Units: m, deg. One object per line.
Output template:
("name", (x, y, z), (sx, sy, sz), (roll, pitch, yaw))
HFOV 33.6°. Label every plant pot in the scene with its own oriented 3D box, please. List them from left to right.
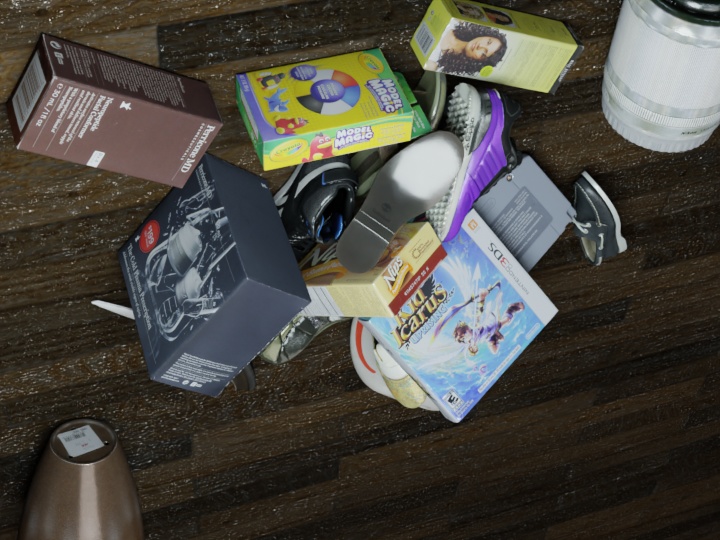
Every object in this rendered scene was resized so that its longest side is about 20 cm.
("plant pot", (-0.391, 0.316, 1.675), (0.184, 0.188, 0.203), (-6, 125, -23))

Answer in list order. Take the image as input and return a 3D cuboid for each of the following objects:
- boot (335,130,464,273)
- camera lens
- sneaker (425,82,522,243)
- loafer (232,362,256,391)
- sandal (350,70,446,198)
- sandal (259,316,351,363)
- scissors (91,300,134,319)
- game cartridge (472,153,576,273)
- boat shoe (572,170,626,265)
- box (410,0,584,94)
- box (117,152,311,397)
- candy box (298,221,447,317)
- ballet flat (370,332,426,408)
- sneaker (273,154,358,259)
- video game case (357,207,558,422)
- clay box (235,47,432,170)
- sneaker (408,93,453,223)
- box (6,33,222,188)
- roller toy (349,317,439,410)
("boot", (0.046, -0.088, 1.363), (0.073, 0.076, 0.200), (41, 114, -4))
("camera lens", (0.375, -0.262, 1.402), (0.157, 0.161, 0.202), (-12, 142, -16))
("sneaker", (0.141, -0.119, 1.400), (0.098, 0.070, 0.203), (0, 124, -22))
("loafer", (-0.196, 0.094, 1.593), (0.070, 0.074, 0.201), (-21, 133, 2))
("sandal", (0.033, -0.164, 1.403), (0.057, 0.080, 0.201), (26, 122, -30))
("sandal", (-0.060, 0.046, 1.602), (0.199, 0.057, 0.080), (-33, 102, -4))
("scissors", (-0.242, 0.074, 1.511), (0.196, 0.014, 0.074), (3, 123, -7))
("game cartridge", (0.180, -0.048, 1.568), (0.200, 0.040, 0.133), (-48, 115, -6))
("boat shoe", (0.328, -0.067, 1.681), (0.060, 0.076, 0.200), (-34, 142, 3))
("box", (0.159, -0.259, 1.376), (0.197, 0.051, 0.076), (3, 135, -32))
("box", (-0.174, 0.006, 1.383), (0.103, 0.202, 0.182), (22, 123, -43))
("candy box", (0.000, 0.000, 1.459), (0.116, 0.199, 0.056), (-46, 115, -29))
("ballet flat", (0.038, 0.078, 1.539), (0.069, 0.204, 0.071), (-10, 169, -2))
("sneaker", (-0.067, -0.052, 1.442), (0.072, 0.113, 0.201), (11, 129, -25))
("video game case", (0.126, 0.055, 1.508), (0.200, 0.045, 0.182), (-46, 105, -12))
("clay box", (-0.028, -0.182, 1.310), (0.197, 0.116, 0.048), (-14, 141, -14))
("sneaker", (0.070, -0.127, 1.464), (0.119, 0.084, 0.202), (-18, 145, -24))
("box", (-0.255, -0.162, 1.245), (0.198, 0.076, 0.100), (10, 131, -39))
("roller toy", (0.081, 0.093, 1.639), (0.181, 0.203, 0.139), (-32, 144, 31))
